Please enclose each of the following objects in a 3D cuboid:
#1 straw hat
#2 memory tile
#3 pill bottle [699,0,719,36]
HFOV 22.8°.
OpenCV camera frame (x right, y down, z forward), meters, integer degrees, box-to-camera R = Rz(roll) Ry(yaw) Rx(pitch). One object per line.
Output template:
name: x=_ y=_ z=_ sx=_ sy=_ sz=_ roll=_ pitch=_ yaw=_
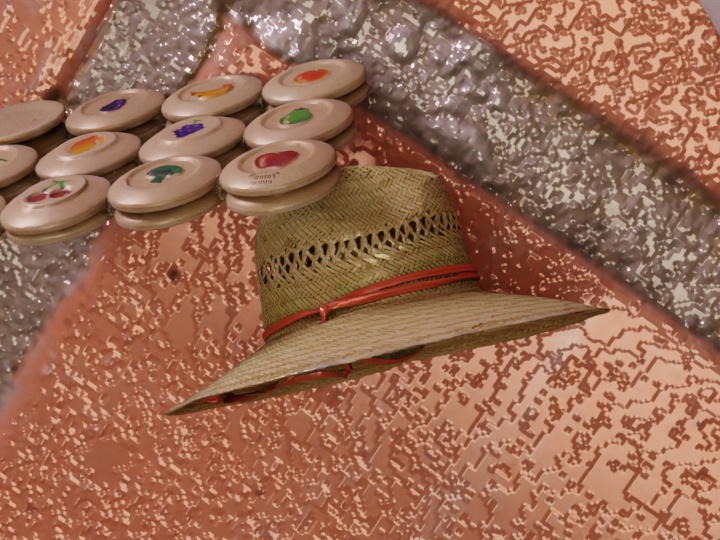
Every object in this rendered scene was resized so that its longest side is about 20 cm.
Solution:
straw hat: x=0.000 y=0.000 z=0.763 sx=0.199 sy=0.201 sz=0.086 roll=-14 pitch=84 yaw=15
memory tile: x=-0.098 y=-0.053 z=0.790 sx=0.198 sy=0.154 sz=0.017 roll=-8 pitch=115 yaw=13
pill bottle: x=0.228 y=-0.052 z=0.731 sx=0.112 sy=0.112 sz=0.201 roll=-33 pitch=90 yaw=16
